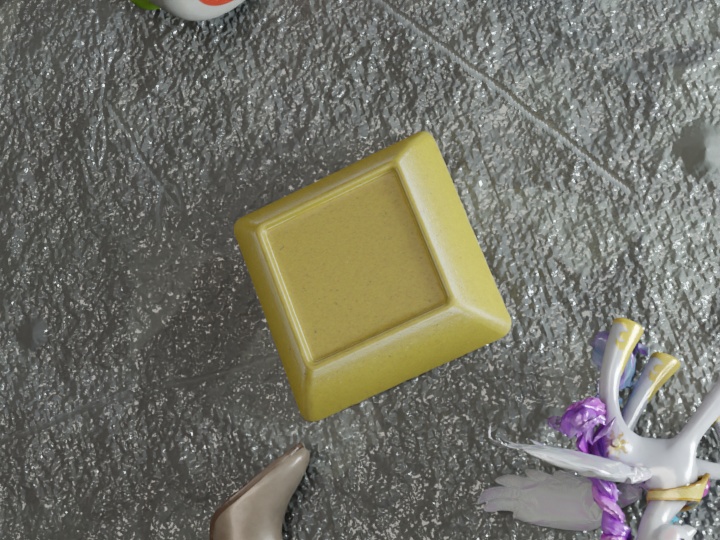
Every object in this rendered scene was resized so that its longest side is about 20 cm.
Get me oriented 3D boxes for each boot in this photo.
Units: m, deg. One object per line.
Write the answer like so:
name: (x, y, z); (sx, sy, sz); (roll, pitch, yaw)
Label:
boot: (-0.078, 0.261, 1.266); (0.200, 0.070, 0.146); (-44, 75, 6)

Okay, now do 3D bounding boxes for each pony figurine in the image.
pony figurine: (0.199, 0.143, 1.167); (0.193, 0.167, 0.200); (18, 69, 13)

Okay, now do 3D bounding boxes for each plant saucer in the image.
plant saucer: (0.000, 0.000, 1.303); (0.200, 0.048, 0.200); (-25, 72, 11)

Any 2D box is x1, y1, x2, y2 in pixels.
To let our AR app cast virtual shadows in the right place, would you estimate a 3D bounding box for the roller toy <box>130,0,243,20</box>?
roller toy: (-0.147, -0.321, 1.346); (0.140, 0.200, 0.182); (35, 84, 20)
